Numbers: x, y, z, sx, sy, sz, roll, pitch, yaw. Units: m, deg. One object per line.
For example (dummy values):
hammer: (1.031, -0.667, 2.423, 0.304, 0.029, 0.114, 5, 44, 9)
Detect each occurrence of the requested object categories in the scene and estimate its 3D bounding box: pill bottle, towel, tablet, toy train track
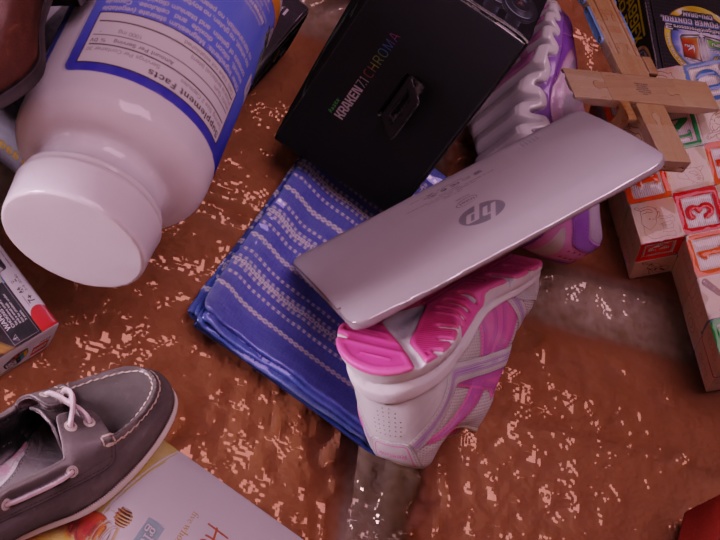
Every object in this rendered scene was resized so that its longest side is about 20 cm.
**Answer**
pill bottle: (-0.122, -0.094, 1.108, 0.111, 0.112, 0.201, 25, 58, -9)
towel: (0.000, 0.000, 1.222, 0.144, 0.024, 0.201, 36, 55, -3)
tablet: (0.064, -0.033, 1.150, 0.199, 0.130, 0.014, -28, 112, -8)
toy train track: (0.155, -0.137, 1.279, 0.114, 0.033, 0.201, 2, 53, -31)

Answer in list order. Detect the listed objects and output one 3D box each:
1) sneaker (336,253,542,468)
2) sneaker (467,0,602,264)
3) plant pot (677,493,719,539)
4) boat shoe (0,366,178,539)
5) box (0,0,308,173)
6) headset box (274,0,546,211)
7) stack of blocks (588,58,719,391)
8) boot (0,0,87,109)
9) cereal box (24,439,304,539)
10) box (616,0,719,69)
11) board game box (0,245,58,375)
sneaker: (0.045, 0.046, 1.169, 0.081, 0.089, 0.200, 13, 28, 26)
sneaker: (0.120, -0.083, 1.292, 0.088, 0.080, 0.201, 28, 47, -27)
plant pot: (0.271, 0.237, 1.119, 0.199, 0.200, 0.177, 30, 65, -5)
boat shoe: (-0.180, 0.102, 1.036, 0.199, 0.057, 0.067, -34, 46, -21)
box: (-0.148, -0.134, 1.215, 0.158, 0.048, 0.200, 37, 55, 0)
headset box: (0.047, -0.157, 1.219, 0.092, 0.174, 0.201, 32, 45, -6)
stack of blocks: (0.226, -0.030, 1.293, 0.114, 0.059, 0.202, -12, 70, -5)
boot: (-0.205, -0.191, 0.993, 0.189, 0.068, 0.201, -55, 135, -38)
cereal box: (-0.087, 0.187, 1.071, 0.199, 0.040, 0.144, 34, 54, -2)
box: (0.275, -0.178, 1.426, 0.198, 0.044, 0.162, 6, 61, -20)
board game box: (-0.274, -0.013, 1.102, 0.126, 0.035, 0.200, -33, 79, -33)
